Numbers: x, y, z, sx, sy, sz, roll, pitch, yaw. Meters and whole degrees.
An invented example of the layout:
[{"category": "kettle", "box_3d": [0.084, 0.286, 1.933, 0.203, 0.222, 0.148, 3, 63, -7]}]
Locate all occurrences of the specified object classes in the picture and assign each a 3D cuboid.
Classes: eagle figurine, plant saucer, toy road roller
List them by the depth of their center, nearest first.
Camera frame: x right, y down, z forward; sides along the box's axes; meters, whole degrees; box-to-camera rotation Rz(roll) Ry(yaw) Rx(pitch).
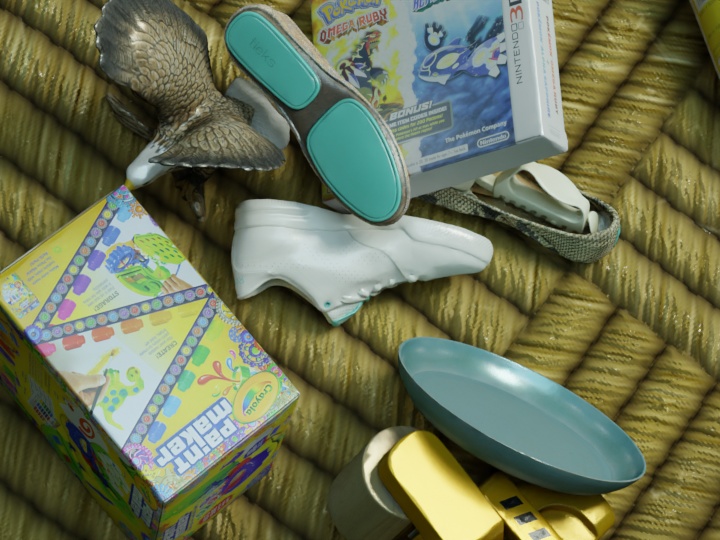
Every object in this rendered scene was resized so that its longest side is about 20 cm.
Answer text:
[{"category": "toy road roller", "box_3d": [0.089, 0.187, 1.526, 0.146, 0.123, 0.200, -37, 83, -31]}, {"category": "plant saucer", "box_3d": [0.113, 0.109, 1.535, 0.199, 0.200, 0.028, 27, 106, 2]}, {"category": "eagle figurine", "box_3d": [-0.126, -0.110, 1.554, 0.151, 0.200, 0.152, 13, 68, -3]}]

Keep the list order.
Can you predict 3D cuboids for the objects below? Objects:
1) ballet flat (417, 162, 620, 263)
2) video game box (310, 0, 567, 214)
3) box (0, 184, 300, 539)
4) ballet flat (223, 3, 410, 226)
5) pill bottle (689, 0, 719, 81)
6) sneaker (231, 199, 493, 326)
[{"category": "ballet flat", "box_3d": [0.113, -0.070, 1.641, 0.199, 0.075, 0.068, 24, 66, 1]}, {"category": "video game box", "box_3d": [0.057, -0.155, 1.619, 0.199, 0.047, 0.183, -16, 65, 30]}, {"category": "box", "box_3d": [-0.158, 0.080, 1.482, 0.122, 0.200, 0.193, -37, 80, -19]}, {"category": "ballet flat", "box_3d": [-0.023, -0.121, 1.585, 0.068, 0.067, 0.200, -37, 85, 16]}, {"category": "pill bottle", "box_3d": [0.339, -0.173, 1.692, 0.111, 0.111, 0.201, -13, 73, -12]}, {"category": "sneaker", "box_3d": [0.000, 0.000, 1.612, 0.199, 0.075, 0.089, 5, 82, 0]}]
